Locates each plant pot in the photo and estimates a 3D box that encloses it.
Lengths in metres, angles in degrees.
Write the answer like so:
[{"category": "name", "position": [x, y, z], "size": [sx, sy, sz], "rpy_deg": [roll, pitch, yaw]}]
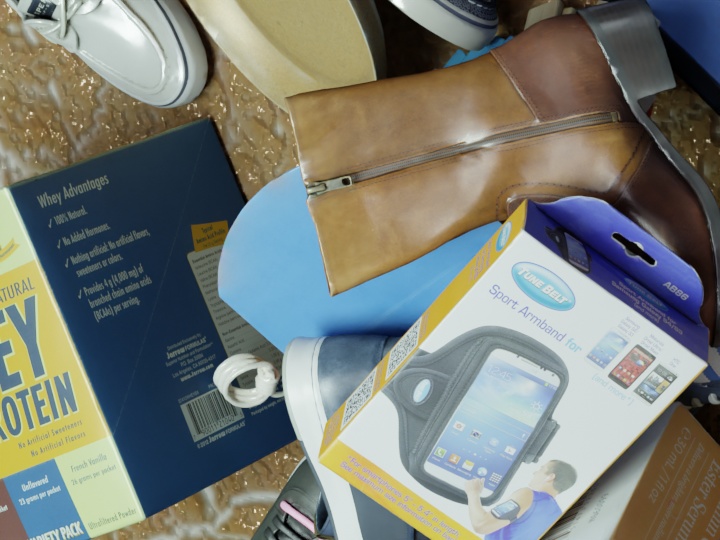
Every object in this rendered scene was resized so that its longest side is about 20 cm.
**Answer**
[{"category": "plant pot", "position": [-0.049, -0.165, 1.623], "size": [0.200, 0.027, 0.200], "rpy_deg": [44, 158, 23]}]

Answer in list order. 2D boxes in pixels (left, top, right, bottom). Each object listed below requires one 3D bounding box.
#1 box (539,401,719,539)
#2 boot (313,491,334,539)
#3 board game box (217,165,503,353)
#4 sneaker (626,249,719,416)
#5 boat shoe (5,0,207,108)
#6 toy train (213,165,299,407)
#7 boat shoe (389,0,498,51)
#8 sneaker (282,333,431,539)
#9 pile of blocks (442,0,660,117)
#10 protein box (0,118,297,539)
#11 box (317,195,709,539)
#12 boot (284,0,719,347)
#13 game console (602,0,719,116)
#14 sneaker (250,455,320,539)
[{"category": "box", "position": [0.170, 0.201, 1.529], "size": [0.200, 0.152, 0.106], "rpy_deg": [47, 133, -14]}, {"category": "boot", "position": [0.038, 0.087, 1.639], "size": [0.096, 0.075, 0.201], "rpy_deg": [7, 120, -12]}, {"category": "board game box", "position": [0.026, 0.006, 1.569], "size": [0.200, 0.039, 0.158], "rpy_deg": [42, 124, -20]}, {"category": "sneaker", "position": [0.189, 0.057, 1.563], "size": [0.199, 0.081, 0.147], "rpy_deg": [21, 124, 23]}, {"category": "boat shoe", "position": [-0.177, -0.168, 1.735], "size": [0.200, 0.066, 0.072], "rpy_deg": [48, 124, 12]}, {"category": "toy train", "position": [0.000, 0.000, 1.645], "size": [0.200, 0.150, 0.056], "rpy_deg": [-58, 27, 34]}, {"category": "boat shoe", "position": [0.022, -0.219, 1.585], "size": [0.200, 0.075, 0.093], "rpy_deg": [46, 113, 7]}, {"category": "sneaker", "position": [0.056, 0.114, 1.571], "size": [0.145, 0.077, 0.203], "rpy_deg": [-9, 126, 17]}, {"category": "pile of blocks", "position": [0.098, -0.093, 1.590], "size": [0.199, 0.082, 0.062], "rpy_deg": [-13, 139, 44]}, {"category": "protein box", "position": [-0.153, 0.041, 1.702], "size": [0.135, 0.198, 0.201], "rpy_deg": [-22, 91, 36]}, {"category": "box", "position": [0.083, 0.056, 1.456], "size": [0.119, 0.042, 0.200], "rpy_deg": [34, 120, -11]}, {"category": "boot", "position": [0.077, -0.026, 1.466], "size": [0.199, 0.068, 0.189], "rpy_deg": [-18, 96, -3]}, {"category": "game console", "position": [0.174, -0.171, 1.471], "size": [0.200, 0.116, 0.176], "rpy_deg": [46, 124, 13]}, {"category": "sneaker", "position": [-0.055, 0.189, 1.746], "size": [0.071, 0.099, 0.201], "rpy_deg": [40, 121, 19]}]
